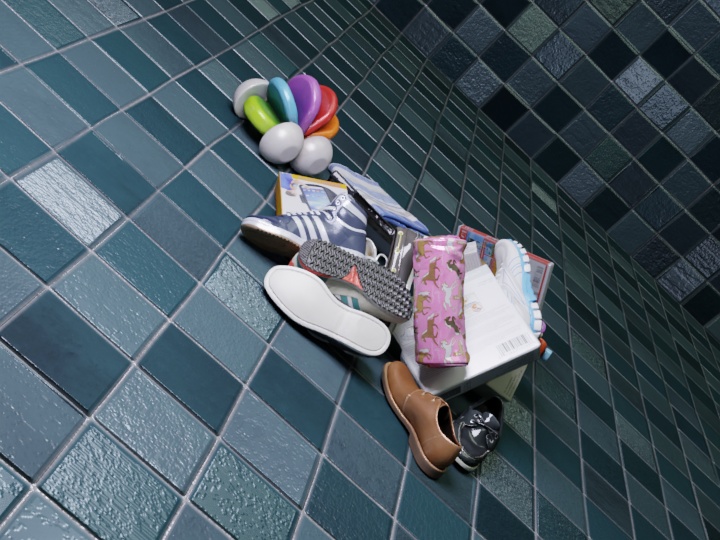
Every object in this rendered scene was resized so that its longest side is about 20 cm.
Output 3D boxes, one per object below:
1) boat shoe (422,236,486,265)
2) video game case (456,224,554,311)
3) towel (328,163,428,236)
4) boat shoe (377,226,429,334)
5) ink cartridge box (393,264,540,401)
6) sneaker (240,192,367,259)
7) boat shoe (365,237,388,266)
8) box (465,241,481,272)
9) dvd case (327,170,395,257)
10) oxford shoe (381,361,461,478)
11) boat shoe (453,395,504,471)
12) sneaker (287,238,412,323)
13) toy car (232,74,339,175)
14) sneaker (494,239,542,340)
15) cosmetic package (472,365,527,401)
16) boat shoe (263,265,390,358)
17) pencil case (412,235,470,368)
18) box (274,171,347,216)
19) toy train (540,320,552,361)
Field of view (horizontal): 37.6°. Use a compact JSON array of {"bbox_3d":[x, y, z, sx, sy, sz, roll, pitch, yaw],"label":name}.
[{"bbox_3d":[0.132,-0.013,1.963,0.200,0.069,0.074,21,19,15],"label":"boat shoe"},{"bbox_3d":[0.252,0.016,1.961,0.200,0.143,0.017,26,26,30],"label":"video game case"},{"bbox_3d":[0.034,-0.137,2.037,0.147,0.024,0.200,22,18,-46],"label":"towel"},{"bbox_3d":[0.046,0.030,1.630,0.060,0.202,0.072,24,-15,-1],"label":"boat shoe"},{"bbox_3d":[0.153,0.101,1.660,0.044,0.200,0.174,82,-18,-54],"label":"ink cartridge box"},{"bbox_3d":[-0.079,-0.074,1.592,0.200,0.070,0.109,18,70,-21],"label":"sneaker"},{"bbox_3d":[0.004,0.003,1.686,0.075,0.086,0.202,40,23,-13],"label":"boat shoe"},{"bbox_3d":[0.214,0.043,1.920,0.039,0.041,0.200,-87,160,-59],"label":"box"},{"bbox_3d":[0.012,-0.088,1.872,0.200,0.018,0.143,46,-11,0],"label":"dvd case"},{"bbox_3d":[0.092,0.199,1.518,0.071,0.071,0.200,22,29,-44],"label":"oxford shoe"},{"bbox_3d":[0.184,0.241,1.617,0.075,0.066,0.199,49,21,7],"label":"boat shoe"},{"bbox_3d":[-0.019,0.028,1.567,0.200,0.093,0.070,27,53,-17],"label":"sneaker"},{"bbox_3d":[-0.117,-0.279,1.893,0.200,0.150,0.175,17,35,-52],"label":"toy car"},{"bbox_3d":[0.237,0.029,1.747,0.086,0.075,0.200,0,52,-12],"label":"sneaker"},{"bbox_3d":[0.180,0.124,1.754,0.200,0.105,0.071,36,-20,-23],"label":"cosmetic package"},{"bbox_3d":[-0.050,0.062,1.509,0.200,0.074,0.060,28,-19,-3],"label":"boat shoe"},{"bbox_3d":[0.120,0.045,1.577,0.087,0.083,0.200,14,74,-77],"label":"pencil case"},{"bbox_3d":[-0.075,-0.090,1.709,0.119,0.042,0.200,10,28,-13],"label":"box"},{"bbox_3d":[0.247,0.098,1.838,0.200,0.056,0.150,35,-16,4],"label":"toy train"}]
